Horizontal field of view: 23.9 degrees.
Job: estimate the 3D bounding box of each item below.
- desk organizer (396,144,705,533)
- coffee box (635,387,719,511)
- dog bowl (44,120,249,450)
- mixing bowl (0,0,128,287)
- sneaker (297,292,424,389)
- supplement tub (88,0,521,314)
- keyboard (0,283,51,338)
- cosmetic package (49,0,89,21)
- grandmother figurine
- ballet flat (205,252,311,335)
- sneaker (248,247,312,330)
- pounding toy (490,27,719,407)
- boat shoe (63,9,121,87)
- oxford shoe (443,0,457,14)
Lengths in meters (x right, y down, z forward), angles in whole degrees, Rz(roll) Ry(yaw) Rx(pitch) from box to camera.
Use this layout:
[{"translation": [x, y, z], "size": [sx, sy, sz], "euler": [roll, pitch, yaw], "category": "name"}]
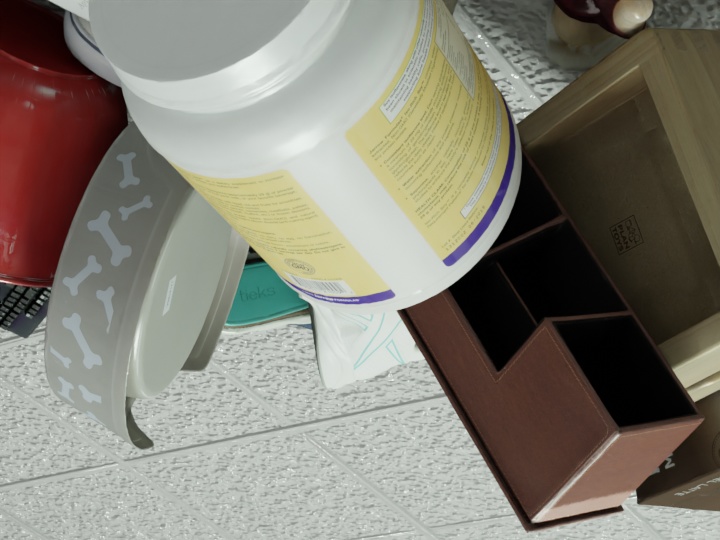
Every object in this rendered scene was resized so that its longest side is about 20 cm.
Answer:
[{"translation": [0.078, 0.023, 0.853], "size": [0.071, 0.201, 0.077], "euler": [-3, 142, -41], "category": "desk organizer"}, {"translation": [0.210, 0.028, 0.990], "size": [0.079, 0.201, 0.114], "euler": [11, 153, -33], "category": "coffee box"}, {"translation": [-0.119, 0.000, 0.983], "size": [0.058, 0.201, 0.201], "euler": [17, 148, 9], "category": "dog bowl"}, {"translation": [-0.211, -0.093, 0.984], "size": [0.199, 0.200, 0.109], "euler": [22, 112, -17], "category": "mixing bowl"}, {"translation": [0.000, 0.000, 1.026], "size": [0.080, 0.071, 0.201], "euler": [-10, 148, 3], "category": "sneaker"}, {"translation": [-0.021, -0.084, 0.788], "size": [0.144, 0.146, 0.200], "euler": [-6, 149, 24], "category": "supplement tub"}, {"translation": [-0.222, 0.005, 1.260], "size": [0.126, 0.021, 0.200], "euler": [23, 146, -19], "category": "keyboard"}, {"translation": [-0.186, -0.214, 0.867], "size": [0.199, 0.074, 0.102], "euler": [28, 142, -22], "category": "cosmetic package"}, {"translation": [0.107, -0.161, 0.855], "size": [0.060, 0.122, 0.200], "euler": [-32, 152, 1], "category": "grandmother figurine"}, {"translation": [-0.024, 0.007, 1.143], "size": [0.199, 0.070, 0.070], "euler": [-6, 154, -23], "category": "ballet flat"}, {"translation": [-0.094, 0.017, 1.180], "size": [0.199, 0.085, 0.075], "euler": [25, 145, -21], "category": "sneaker"}, {"translation": [0.156, -0.025, 0.920], "size": [0.142, 0.185, 0.200], "euler": [-4, 159, -40], "category": "pounding toy"}, {"translation": [-0.062, -0.135, 0.949], "size": [0.201, 0.075, 0.086], "euler": [14, 148, -10], "category": "boat shoe"}, {"translation": [0.034, -0.167, 0.852], "size": [0.058, 0.075, 0.200], "euler": [-35, 169, -6], "category": "oxford shoe"}]
